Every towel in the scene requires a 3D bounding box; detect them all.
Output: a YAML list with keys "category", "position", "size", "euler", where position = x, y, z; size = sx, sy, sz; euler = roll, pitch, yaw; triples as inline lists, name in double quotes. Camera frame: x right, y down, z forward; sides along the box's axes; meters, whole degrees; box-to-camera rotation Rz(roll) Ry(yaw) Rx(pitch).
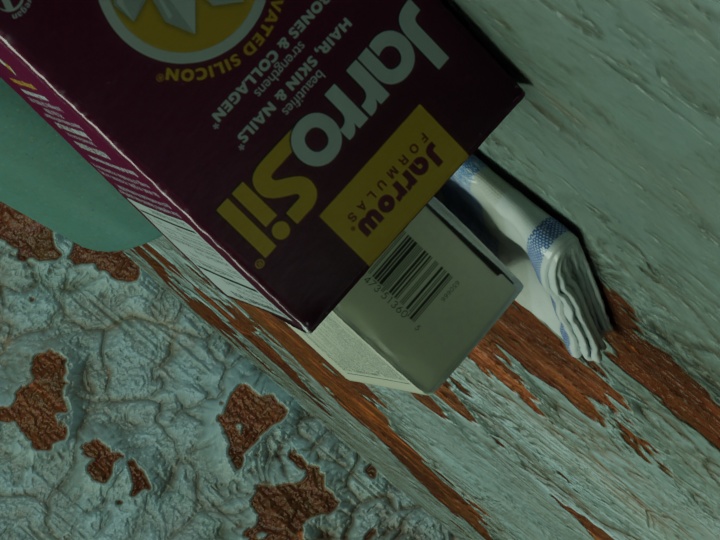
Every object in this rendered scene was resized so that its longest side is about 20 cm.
- category: "towel"
  position: [0.035, -0.040, 1.186]
  size: [0.200, 0.024, 0.147]
  euler: [39, 172, 22]

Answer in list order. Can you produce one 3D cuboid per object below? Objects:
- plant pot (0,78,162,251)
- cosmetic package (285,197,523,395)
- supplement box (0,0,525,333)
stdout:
- category: "plant pot"
  position: [-0.148, -0.118, 1.098]
  size: [0.196, 0.200, 0.200]
  euler: [37, 177, -36]
- category: "cosmetic package"
  position: [0.000, 0.000, 1.223]
  size: [0.105, 0.071, 0.200]
  euler: [43, 173, -9]
- category: "supplement box"
  position: [-0.060, -0.092, 0.945]
  size: [0.200, 0.131, 0.103]
  euler: [44, 173, -21]
